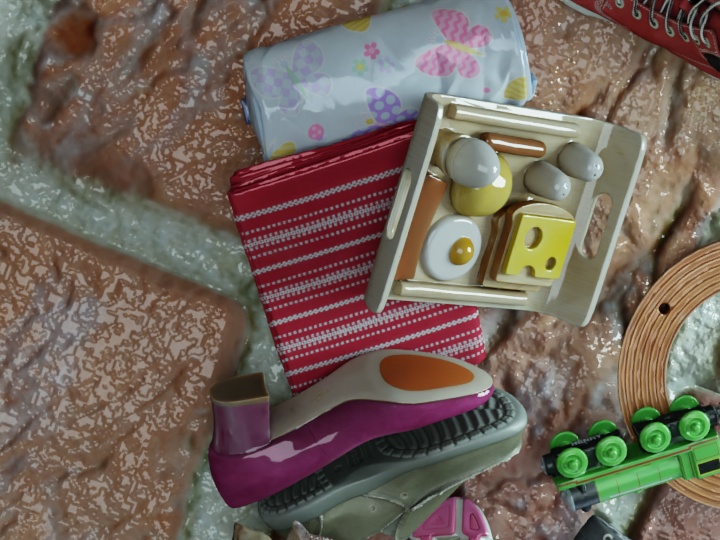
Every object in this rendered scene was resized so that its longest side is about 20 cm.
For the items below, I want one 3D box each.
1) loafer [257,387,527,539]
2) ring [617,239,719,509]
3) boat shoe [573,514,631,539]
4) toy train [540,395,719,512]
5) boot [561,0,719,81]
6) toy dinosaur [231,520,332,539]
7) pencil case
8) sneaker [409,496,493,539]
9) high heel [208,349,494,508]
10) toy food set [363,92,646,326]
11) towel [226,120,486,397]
[{"bbox_3d":[0.028,0.144,1.512,0.199,0.075,0.070,-22,122,9],"label":"loafer"},{"bbox_3d":[0.281,0.073,1.536,0.199,0.019,0.202,0,98,-2],"label":"ring"},{"bbox_3d":[0.239,0.231,1.535,0.199,0.070,0.067,24,98,1],"label":"boat shoe"},{"bbox_3d":[0.225,0.121,1.512,0.199,0.042,0.057,-17,110,0],"label":"toy train"},{"bbox_3d":[0.199,-0.185,1.431,0.199,0.144,0.073,29,97,-6],"label":"boot"},{"bbox_3d":[-0.030,0.246,1.494,0.135,0.086,0.201,8,115,-6],"label":"toy dinosaur"},{"bbox_3d":[0.017,-0.129,1.458,0.199,0.083,0.091,-17,95,-1],"label":"pencil case"},{"bbox_3d":[0.074,0.263,1.528,0.073,0.087,0.201,-9,76,15],"label":"sneaker"},{"bbox_3d":[-0.006,0.112,1.490,0.199,0.068,0.097,-3,122,0],"label":"high heel"},{"bbox_3d":[0.100,-0.034,1.443,0.199,0.060,0.144,6,107,-39],"label":"toy food set"},{"bbox_3d":[0.000,0.000,1.473,0.144,0.023,0.201,-17,122,-2],"label":"towel"}]
